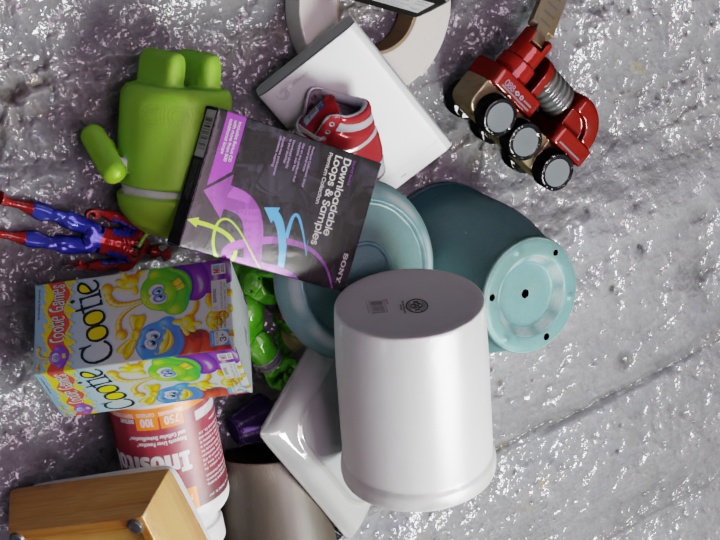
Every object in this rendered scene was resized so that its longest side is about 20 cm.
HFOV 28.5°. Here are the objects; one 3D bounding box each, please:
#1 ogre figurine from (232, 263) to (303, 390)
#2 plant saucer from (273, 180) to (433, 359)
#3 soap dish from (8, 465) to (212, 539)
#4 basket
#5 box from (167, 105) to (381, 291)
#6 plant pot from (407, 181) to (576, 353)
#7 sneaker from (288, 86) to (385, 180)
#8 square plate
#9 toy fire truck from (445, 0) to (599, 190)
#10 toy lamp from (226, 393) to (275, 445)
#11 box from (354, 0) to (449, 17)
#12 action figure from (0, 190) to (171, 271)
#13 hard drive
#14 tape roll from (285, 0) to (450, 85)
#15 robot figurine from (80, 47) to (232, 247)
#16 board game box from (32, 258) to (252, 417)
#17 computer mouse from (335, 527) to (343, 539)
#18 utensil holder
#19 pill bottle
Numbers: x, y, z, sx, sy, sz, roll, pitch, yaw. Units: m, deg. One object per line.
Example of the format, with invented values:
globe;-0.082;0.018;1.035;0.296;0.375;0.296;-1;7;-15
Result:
ogre figurine;-0.083;0.017;1.573;0.200;0.098;0.120;-53;133;2
plant saucer;0.000;0.000;1.538;0.199;0.027;0.202;-4;99;-29
soap dish;-0.257;0.289;1.476;0.081;0.199;0.158;-64;138;-54
basket;-0.093;0.304;1.607;0.136;0.179;0.202;-11;99;-48
box;-0.084;-0.070;1.442;0.199;0.036;0.144;15;92;-33
plant pot;0.146;0.010;1.658;0.199;0.188;0.202;-9;107;-30
sneaker;-0.073;-0.128;1.529;0.199;0.071;0.113;-19;131;-13
square plate;-0.011;0.164;1.588;0.198;0.028;0.201;54;51;-33
toy fire truck;0.218;-0.228;1.699;0.176;0.129;0.200;38;91;-33
toy lamp;-0.061;0.147;1.642;0.199;0.058;0.059;-24;113;-25
box;0.002;-0.375;1.493;0.199;0.086;0.165;11;82;-22
action figure;-0.285;-0.034;1.465;0.199;0.052;0.066;11;92;-36
hard drive;-0.005;-0.170;1.582;0.132;0.026;0.200;-37;126;9
tape roll;0.011;-0.297;1.589;0.202;0.037;0.204;-8;105;-30
robot figurine;-0.192;-0.125;1.457;0.175;0.115;0.202;-5;105;-39
board game box;-0.217;0.069;1.425;0.198;0.106;0.103;-8;150;3
computer mouse;-0.001;0.219;1.708;0.200;0.044;0.110;-48;117;-6
utensil holder;0.057;0.121;1.483;0.169;0.170;0.201;-18;119;-27
pill bottle;-0.203;0.203;1.533;0.112;0.113;0.201;-19;111;-27
